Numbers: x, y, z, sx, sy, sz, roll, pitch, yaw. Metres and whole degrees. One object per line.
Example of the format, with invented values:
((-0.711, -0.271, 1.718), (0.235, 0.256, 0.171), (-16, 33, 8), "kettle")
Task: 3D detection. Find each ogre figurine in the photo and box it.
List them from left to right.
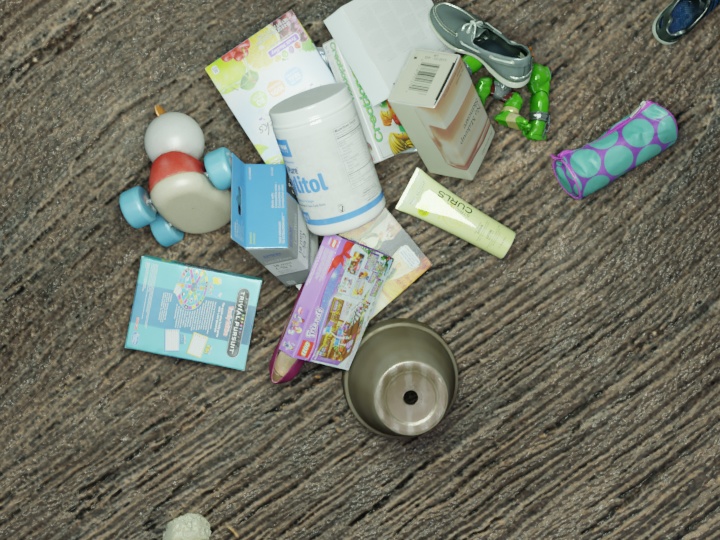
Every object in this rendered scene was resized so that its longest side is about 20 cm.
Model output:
((0.232, -0.304, 1.559), (0.198, 0.098, 0.121), (22, 82, 1), "ogre figurine")

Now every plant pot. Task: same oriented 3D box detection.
((0.071, 0.189, 1.555), (0.198, 0.174, 0.202), (0, 96, -3), "plant pot")

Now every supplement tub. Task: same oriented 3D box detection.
((-0.049, -0.167, 1.462), (0.131, 0.132, 0.202), (-21, 111, -2), "supplement tub")

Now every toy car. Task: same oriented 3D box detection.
((-0.280, -0.174, 1.530), (0.183, 0.177, 0.202), (-22, 68, 11), "toy car")

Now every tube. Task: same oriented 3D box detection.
((0.161, -0.088, 1.603), (0.199, 0.052, 0.058), (30, 52, -1), "tube")

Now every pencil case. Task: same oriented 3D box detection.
((0.418, -0.201, 1.592), (0.199, 0.085, 0.093), (-32, 112, -1), "pencil case")

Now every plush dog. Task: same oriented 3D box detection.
((-0.261, 0.527, 1.585), (0.171, 0.160, 0.201), (28, 94, -32), "plush dog")

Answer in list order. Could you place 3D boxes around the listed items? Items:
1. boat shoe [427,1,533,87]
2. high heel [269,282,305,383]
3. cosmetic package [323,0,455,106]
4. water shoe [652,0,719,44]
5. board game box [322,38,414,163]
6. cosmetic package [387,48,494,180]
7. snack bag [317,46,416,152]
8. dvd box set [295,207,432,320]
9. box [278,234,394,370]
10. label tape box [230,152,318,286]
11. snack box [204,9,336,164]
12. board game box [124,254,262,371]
((0.188, -0.365, 1.493), (0.073, 0.062, 0.200), (-42, 72, -18), "boat shoe")
((-0.090, 0.089, 1.545), (0.067, 0.096, 0.202), (21, 108, 4), "high heel")
((0.052, -0.367, 1.509), (0.200, 0.051, 0.152), (-40, 101, -40), "cosmetic package")
((0.567, -0.454, 1.585), (0.071, 0.079, 0.201), (38, 91, -6), "water shoe")
((0.026, -0.280, 1.526), (0.126, 0.034, 0.202), (-28, 100, -42), "board game box")
((0.130, -0.239, 1.497), (0.087, 0.200, 0.104), (16, 72, 30), "cosmetic package")
((0.008, -0.281, 1.587), (0.198, 0.021, 0.191), (-7, 96, -3), "snack bag")
((0.000, 0.000, 1.605), (0.200, 0.029, 0.147), (-40, 96, -1), "dvd box set")
((-0.036, 0.051, 1.531), (0.136, 0.039, 0.202), (20, 94, -48), "box")
((-0.127, -0.080, 1.481), (0.063, 0.200, 0.146), (-10, 66, 17), "label tape box")
((-0.123, -0.281, 1.537), (0.168, 0.068, 0.201), (-33, 98, 3), "snack box")
((-0.272, 0.069, 1.582), (0.198, 0.047, 0.153), (12, 94, -5), "board game box")
